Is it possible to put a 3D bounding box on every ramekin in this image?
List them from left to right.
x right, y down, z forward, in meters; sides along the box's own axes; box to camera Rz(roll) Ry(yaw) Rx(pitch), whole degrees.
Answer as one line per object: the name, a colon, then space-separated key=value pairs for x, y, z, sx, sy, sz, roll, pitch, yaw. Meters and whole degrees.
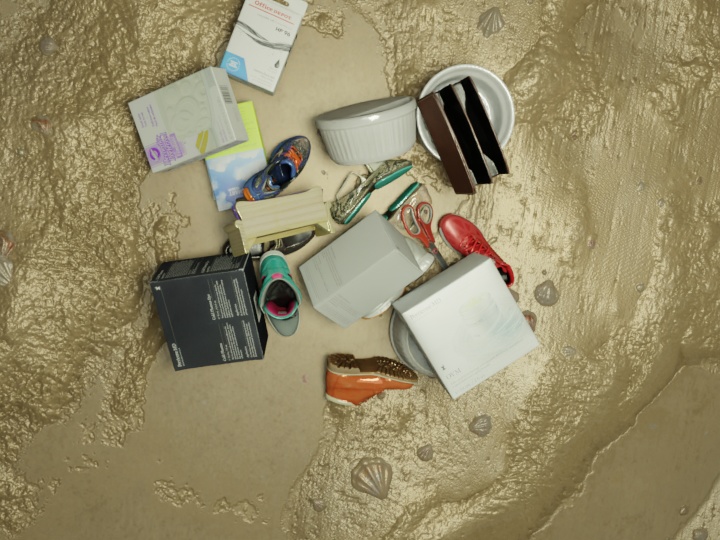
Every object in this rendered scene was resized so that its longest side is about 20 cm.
ramekin: x=0.017 y=-0.272 z=1.356 sx=0.202 sy=0.202 sz=0.094 roll=-14 pitch=110 yaw=-4
ramekin: x=0.165 y=0.131 z=1.462 sx=0.200 sy=0.105 sz=0.201 roll=-1 pitch=97 yaw=-6
ramekin: x=0.204 y=-0.311 z=1.417 sx=0.200 sy=0.098 sz=0.201 roll=-1 pitch=98 yaw=-6

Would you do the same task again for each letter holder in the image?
letter holder: x=0.201 y=-0.253 z=1.302 sx=0.100 sy=0.142 sz=0.200 roll=-25 pitch=99 yaw=-3

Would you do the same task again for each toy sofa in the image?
toy sofa: x=-0.158 y=-0.096 z=1.344 sx=0.200 sy=0.083 sz=0.098 roll=-16 pitch=93 yaw=-26

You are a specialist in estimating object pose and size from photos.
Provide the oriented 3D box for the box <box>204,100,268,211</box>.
box: x=-0.252 y=-0.230 z=1.401 sx=0.122 sy=0.048 sz=0.200 roll=-13 pitch=98 yaw=-4

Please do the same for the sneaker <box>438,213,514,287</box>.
sneaker: x=0.252 y=-0.042 z=1.445 sx=0.200 sy=0.116 sz=0.078 roll=40 pitch=90 yaw=-10

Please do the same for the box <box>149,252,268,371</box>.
box: x=-0.293 y=0.079 z=1.373 sx=0.182 sy=0.104 sz=0.200 roll=-8 pitch=113 yaw=1

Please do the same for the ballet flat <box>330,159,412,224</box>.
ballet flat: x=0.012 y=-0.181 z=1.432 sx=0.200 sy=0.068 sz=0.075 roll=-41 pitch=84 yaw=2

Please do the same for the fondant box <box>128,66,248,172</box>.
fondant box: x=-0.332 y=-0.287 z=1.340 sx=0.200 sy=0.058 sz=0.145 roll=-16 pitch=96 yaw=22

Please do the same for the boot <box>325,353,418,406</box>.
boot: x=0.021 y=0.242 z=1.484 sx=0.200 sy=0.075 sz=0.107 roll=7 pitch=111 yaw=-9

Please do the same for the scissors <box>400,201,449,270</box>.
scissors: x=0.142 y=-0.048 z=1.434 sx=0.073 sy=0.014 sz=0.200 roll=-25 pitch=102 yaw=-20

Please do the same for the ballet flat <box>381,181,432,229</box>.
ballet flat: x=0.070 y=-0.099 z=1.445 sx=0.200 sy=0.068 sz=0.067 roll=-40 pitch=108 yaw=1

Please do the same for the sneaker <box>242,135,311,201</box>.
sneaker: x=-0.147 y=-0.200 z=1.366 sx=0.075 sy=0.078 sz=0.200 roll=47 pitch=50 yaw=-22

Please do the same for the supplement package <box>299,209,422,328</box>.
supplement package: x=0.000 y=0.000 z=1.379 sx=0.200 sy=0.117 sz=0.117 roll=-36 pitch=139 yaw=15

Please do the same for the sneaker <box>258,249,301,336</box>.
sneaker: x=-0.155 y=0.072 z=1.386 sx=0.083 sy=0.121 sz=0.200 roll=-12 pitch=121 yaw=-4

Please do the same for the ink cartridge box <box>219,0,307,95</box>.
ink cartridge box: x=-0.188 y=-0.463 z=1.370 sx=0.116 sy=0.068 sz=0.200 roll=21 pitch=94 yaw=-9

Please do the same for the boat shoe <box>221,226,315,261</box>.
boat shoe: x=-0.185 y=-0.055 z=1.417 sx=0.200 sy=0.073 sz=0.075 roll=-20 pitch=99 yaw=-3

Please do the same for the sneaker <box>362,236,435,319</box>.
sneaker: x=0.059 y=0.015 z=1.460 sx=0.092 sy=0.076 sz=0.200 roll=45 pitch=83 yaw=-2

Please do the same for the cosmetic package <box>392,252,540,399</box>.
cosmetic package: x=0.202 y=0.103 z=1.349 sx=0.199 sy=0.123 sz=0.200 roll=-32 pitch=98 yaw=-2
